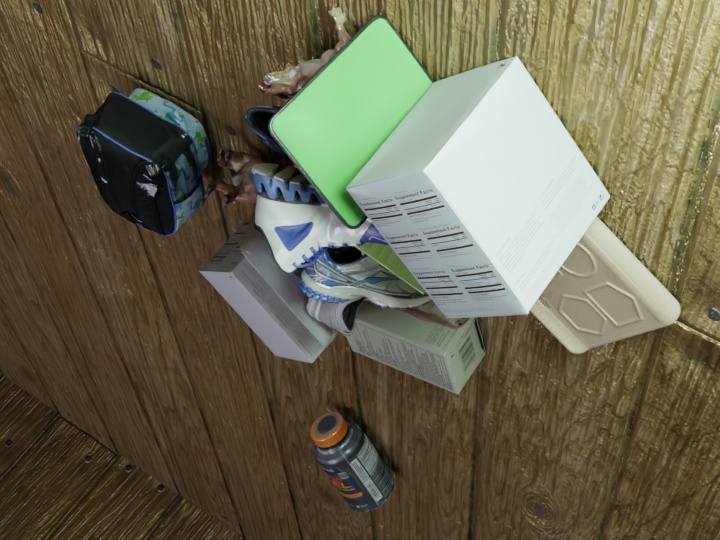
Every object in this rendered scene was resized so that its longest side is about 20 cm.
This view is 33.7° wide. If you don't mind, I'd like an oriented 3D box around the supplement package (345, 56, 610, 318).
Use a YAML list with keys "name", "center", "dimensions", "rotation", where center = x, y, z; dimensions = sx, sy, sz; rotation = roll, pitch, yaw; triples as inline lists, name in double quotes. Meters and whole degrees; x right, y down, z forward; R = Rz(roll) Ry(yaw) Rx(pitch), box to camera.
- name: "supplement package"
  center: [0.131, -0.086, 1.306]
  dimensions: [0.200, 0.192, 0.147]
  rotation: [51, 150, -21]

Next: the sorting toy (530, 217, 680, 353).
- name: "sorting toy"
  center: [0.272, 0.013, 1.459]
  dimensions: [0.185, 0.037, 0.200]
  rotation: [44, 149, -9]

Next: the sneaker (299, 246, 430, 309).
- name: "sneaker"
  center: [0.022, -0.003, 1.561]
  dimensions: [0.077, 0.198, 0.086]
  rotation: [-114, 29, -61]

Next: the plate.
- name: "plate"
  center: [-0.091, -0.010, 1.764]
  dimensions: [0.032, 0.200, 0.200]
  rotation: [-32, 110, 20]

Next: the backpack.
- name: "backpack"
  center: [-0.317, -0.163, 1.814]
  dimensions: [0.182, 0.147, 0.201]
  rotation: [27, 147, 21]

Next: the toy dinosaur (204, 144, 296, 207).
- name: "toy dinosaur"
  center: [-0.143, -0.125, 1.721]
  dimensions: [0.134, 0.087, 0.200]
  rotation: [11, -177, -23]

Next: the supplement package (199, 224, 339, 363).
- name: "supplement package"
  center: [-0.135, 0.035, 1.901]
  dimensions: [0.200, 0.111, 0.155]
  rotation: [50, 161, -19]

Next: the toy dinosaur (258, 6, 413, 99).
- name: "toy dinosaur"
  center: [-0.013, -0.216, 1.418]
  dimensions: [0.199, 0.086, 0.136]
  rotation: [33, 153, 4]

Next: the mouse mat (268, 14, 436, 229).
- name: "mouse mat"
  center: [0.007, -0.167, 1.335]
  dimensions: [0.161, 0.200, 0.008]
  rotation: [50, 159, -20]

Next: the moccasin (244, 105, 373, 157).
- name: "moccasin"
  center: [-0.065, -0.152, 1.411]
  dimensions: [0.199, 0.081, 0.068]
  rotation: [15, -179, 43]

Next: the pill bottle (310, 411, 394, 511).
- name: "pill bottle"
  center: [-0.021, 0.363, 2.283]
  dimensions: [0.106, 0.106, 0.201]
  rotation: [8, 139, 46]

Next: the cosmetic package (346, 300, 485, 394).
- name: "cosmetic package"
  center: [0.076, 0.092, 1.765]
  dimensions: [0.199, 0.087, 0.104]
  rotation: [21, 149, 32]

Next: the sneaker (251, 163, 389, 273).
- name: "sneaker"
  center: [-0.044, -0.048, 1.415]
  dimensions: [0.198, 0.081, 0.116]
  rotation: [18, 112, 13]

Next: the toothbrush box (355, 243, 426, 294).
- name: "toothbrush box"
  center: [0.037, -0.067, 1.497]
  dimensions: [0.199, 0.087, 0.145]
  rotation: [34, -165, 11]

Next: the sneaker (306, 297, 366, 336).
- name: "sneaker"
  center: [0.000, 0.000, 1.643]
  dimensions: [0.082, 0.074, 0.201]
  rotation: [39, 123, 25]
